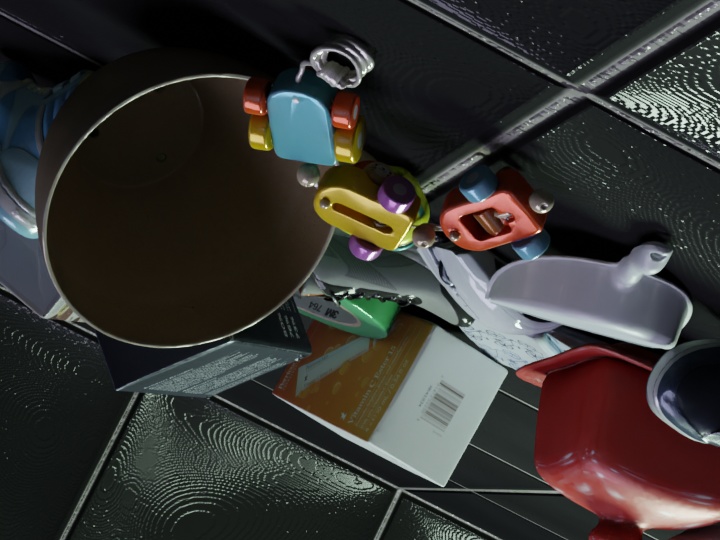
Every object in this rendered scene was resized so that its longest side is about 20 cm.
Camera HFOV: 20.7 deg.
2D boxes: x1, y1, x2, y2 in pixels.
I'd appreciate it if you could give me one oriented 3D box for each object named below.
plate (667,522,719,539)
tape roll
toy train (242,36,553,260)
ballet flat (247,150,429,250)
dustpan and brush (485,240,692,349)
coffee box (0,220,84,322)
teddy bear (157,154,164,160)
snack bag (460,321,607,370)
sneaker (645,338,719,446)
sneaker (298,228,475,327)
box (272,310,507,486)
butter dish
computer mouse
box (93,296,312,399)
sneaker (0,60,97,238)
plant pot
[{"bbox_3d":[0.351,0.208,1.574,0.199,0.032,0.200,-7,177,30],"label":"plate"},{"bbox_3d":[-0.056,-0.004,1.763,0.200,0.048,0.200,26,170,5],"label":"tape roll"},{"bbox_3d":[0.024,-0.076,1.215,0.150,0.056,0.200,-22,125,41],"label":"toy train"},{"bbox_3d":[-0.042,-0.071,1.389,0.200,0.067,0.067,18,146,27],"label":"ballet flat"},{"bbox_3d":[0.169,0.011,1.308,0.140,0.057,0.200,15,177,-6],"label":"dustpan and brush"},{"bbox_3d":[-0.251,-0.018,1.665,0.113,0.080,0.200,39,-175,12],"label":"coffee box"},{"bbox_3d":[-0.201,-0.085,1.703,0.145,0.067,0.200,35,176,2],"label":"teddy bear"},{"bbox_3d":[0.169,0.074,1.675,0.200,0.021,0.189,22,168,24],"label":"snack bag"},{"bbox_3d":[0.303,0.109,1.322,0.202,0.077,0.146,19,-176,-24],"label":"sneaker"},{"bbox_3d":[0.000,0.000,1.560,0.200,0.079,0.074,26,168,-8],"label":"sneaker"},{"bbox_3d":[0.024,0.105,1.841,0.097,0.124,0.200,33,173,-29],"label":"box"},{"bbox_3d":[0.217,0.151,1.530,0.199,0.148,0.200,22,167,-10],"label":"butter dish"},{"bbox_3d":[0.079,0.005,1.486,0.200,0.044,0.110,32,167,-28],"label":"computer mouse"},{"bbox_3d":[-0.134,0.013,1.550,0.104,0.148,0.200,-23,168,14],"label":"box"},{"bbox_3d":[-0.233,-0.124,1.540,0.080,0.131,0.200,38,-159,-39],"label":"sneaker"},{"bbox_3d":[-0.129,-0.068,1.307,0.200,0.200,0.134,34,-168,-37],"label":"plant pot"}]
